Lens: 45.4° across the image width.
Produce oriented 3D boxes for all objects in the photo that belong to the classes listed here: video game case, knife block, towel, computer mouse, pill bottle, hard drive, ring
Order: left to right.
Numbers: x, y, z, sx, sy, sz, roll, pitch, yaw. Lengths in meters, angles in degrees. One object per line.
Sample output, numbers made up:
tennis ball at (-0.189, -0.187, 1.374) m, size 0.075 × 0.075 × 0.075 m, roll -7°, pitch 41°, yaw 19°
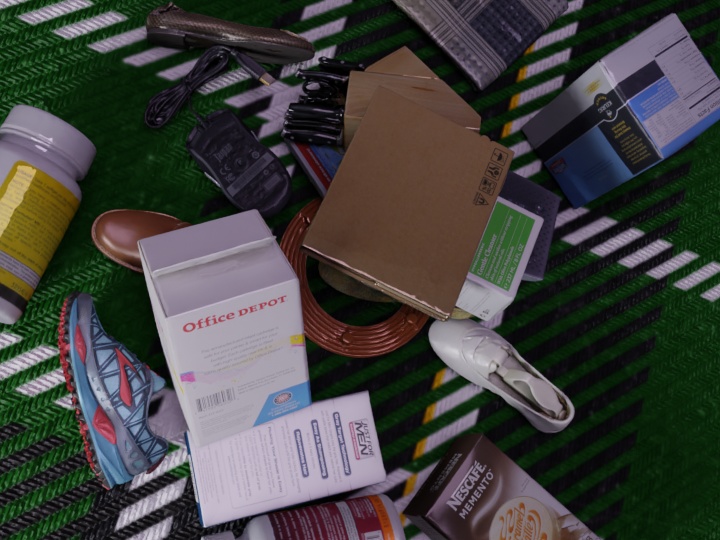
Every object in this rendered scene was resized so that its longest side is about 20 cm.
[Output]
pill bottle at (-0.356, -0.059, 0.876) m, size 0.113 × 0.114 × 0.202 m, roll 25°, pitch 73°, yaw -8°
computer mouse at (-0.136, -0.160, 0.989) m, size 0.200 × 0.046 × 0.141 m, roll 42°, pitch 83°, yaw 7°
pill bottle at (-0.058, 0.299, 0.877) m, size 0.198 × 0.110 × 0.111 m, roll -6°, pitch 79°, yaw -16°
ring at (0.000, 0.000, 1.007) m, size 0.198 × 0.019 × 0.203 m, roll 3°, pitch 76°, yaw -14°
knife block at (0.014, -0.168, 0.980) m, size 0.175 × 0.064 × 0.200 m, roll -34°, pitch 66°, yaw -18°
video game case at (0.028, -0.149, 1.016) m, size 0.198 × 0.018 × 0.144 m, roll -27°, pitch 64°, yaw -15°
towel at (0.147, -0.359, 1.124) m, size 0.200 × 0.035 × 0.193 m, roll 46°, pitch 74°, yaw -3°
hard drive at (0.135, -0.070, 1.032) m, size 0.198 × 0.042 × 0.136 m, roll 22°, pitch 61°, yaw -6°

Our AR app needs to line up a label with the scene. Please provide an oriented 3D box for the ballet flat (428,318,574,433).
ballet flat at (0.171, 0.116, 1.002) m, size 0.199 × 0.069 × 0.070 m, roll 38°, pitch 71°, yaw -4°

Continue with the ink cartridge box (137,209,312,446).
ink cartridge box at (-0.133, 0.046, 0.850) m, size 0.127 × 0.202 × 0.126 m, roll -17°, pitch 41°, yaw -18°

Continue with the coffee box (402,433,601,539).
coffee box at (0.162, 0.290, 0.952) m, size 0.200 × 0.080 × 0.115 m, roll 41°, pitch 71°, yaw -3°

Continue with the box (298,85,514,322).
box at (0.051, -0.072, 0.866) m, size 0.162 × 0.021 × 0.202 m, roll 25°, pitch 69°, yaw -2°

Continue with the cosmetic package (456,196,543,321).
cosmetic package at (0.078, -0.042, 0.920) m, size 0.198 × 0.085 × 0.108 m, roll 25°, pitch 68°, yaw -3°

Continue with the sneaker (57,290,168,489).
sneaker at (-0.254, 0.115, 0.894) m, size 0.095 × 0.079 × 0.202 m, roll -15°, pitch 90°, yaw -27°

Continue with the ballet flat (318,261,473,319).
ballet flat at (0.053, 0.006, 0.975) m, size 0.198 × 0.071 × 0.072 m, roll 16°, pitch 74°, yaw -11°

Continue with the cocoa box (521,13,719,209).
cocoa box at (0.314, -0.183, 1.034) m, size 0.133 × 0.200 × 0.132 m, roll -33°, pitch 88°, yaw -19°

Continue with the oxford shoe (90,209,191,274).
oxford shoe at (-0.194, -0.026, 0.935) m, size 0.198 × 0.071 × 0.072 m, roll 17°, pitch 76°, yaw -9°

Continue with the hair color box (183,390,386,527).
hair color box at (-0.081, 0.199, 0.919) m, size 0.198 × 0.061 × 0.101 m, roll -10°, pitch 81°, yaw -16°

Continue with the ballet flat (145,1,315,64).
ballet flat at (-0.150, -0.279, 1.007) m, size 0.197 × 0.067 × 0.047 m, roll 6°, pitch 80°, yaw -7°
